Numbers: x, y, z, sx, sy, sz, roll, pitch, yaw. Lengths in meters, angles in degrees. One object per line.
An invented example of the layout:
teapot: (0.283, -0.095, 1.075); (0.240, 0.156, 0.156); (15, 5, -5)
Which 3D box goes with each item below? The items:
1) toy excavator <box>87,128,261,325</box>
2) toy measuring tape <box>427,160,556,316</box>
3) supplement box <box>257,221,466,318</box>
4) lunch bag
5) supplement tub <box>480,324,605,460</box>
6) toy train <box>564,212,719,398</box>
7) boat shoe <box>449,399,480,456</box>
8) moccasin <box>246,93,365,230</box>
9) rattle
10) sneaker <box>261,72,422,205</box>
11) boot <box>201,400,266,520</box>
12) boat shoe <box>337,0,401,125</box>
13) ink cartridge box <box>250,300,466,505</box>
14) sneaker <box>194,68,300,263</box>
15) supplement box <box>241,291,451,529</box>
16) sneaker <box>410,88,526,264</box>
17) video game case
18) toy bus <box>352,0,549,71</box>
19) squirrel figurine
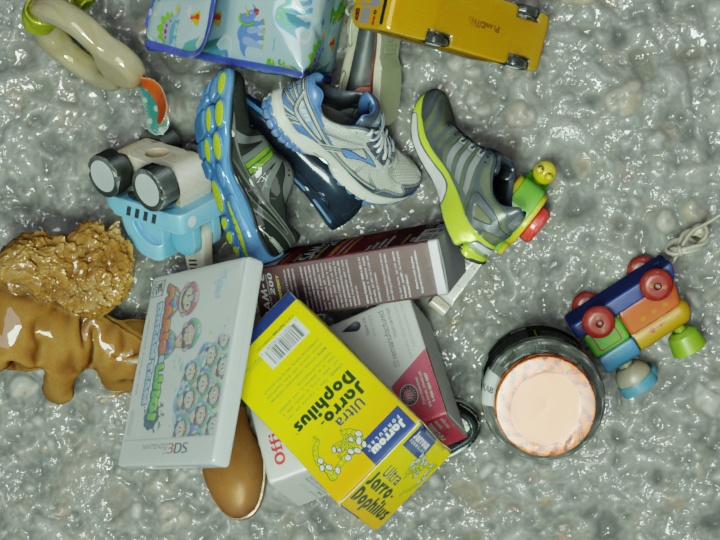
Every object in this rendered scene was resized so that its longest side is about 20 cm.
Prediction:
toy excavator: (-0.180, -0.033, 1.574); (0.194, 0.100, 0.201); (18, 126, 34)
toy measuring tape: (0.139, -0.034, 1.569); (0.074, 0.074, 0.200); (39, 95, 1)
supplement box: (0.000, 0.000, 1.542); (0.199, 0.109, 0.061); (-10, 100, 16)
lunch bag: (-0.120, -0.295, 1.552); (0.199, 0.127, 0.171); (14, 97, 15)
supplement tub: (0.182, 0.123, 1.510); (0.122, 0.200, 0.123); (0, 93, 5)
toy train: (0.325, 0.039, 1.558); (0.200, 0.085, 0.116); (-33, 101, 5)
boat shoe: (0.029, 0.182, 1.594); (0.199, 0.060, 0.076); (-20, 92, 5)
moccasin: (-0.085, -0.119, 1.577); (0.200, 0.080, 0.068); (39, 100, 2)
rattle: (-0.244, -0.249, 1.571); (0.200, 0.130, 0.143); (28, 54, 19)
sneaker: (-0.002, -0.135, 1.526); (0.200, 0.077, 0.085); (28, 133, -34)
boot: (-0.152, 0.177, 1.560); (0.073, 0.155, 0.201); (-10, 93, 5)
boat shoe: (0.011, -0.252, 1.568); (0.062, 0.071, 0.201); (9, 98, 29)
ink cartridge box: (-0.010, 0.135, 1.548); (0.200, 0.084, 0.145); (-23, 60, 10)
sneaker: (-0.112, -0.108, 1.521); (0.083, 0.071, 0.200); (-20, 100, -30)
supplement box: (-0.027, 0.135, 1.442); (0.110, 0.109, 0.200); (-46, 60, -2)
sneaker: (0.115, -0.107, 1.535); (0.081, 0.074, 0.200); (-32, 64, 24)
video game case: (-0.168, 0.094, 1.458); (0.024, 0.182, 0.201); (19, 72, -34)
toy bus: (0.096, -0.255, 1.527); (0.200, 0.078, 0.065); (9, 95, -35)
squirrel figurine: (-0.294, 0.049, 1.561); (0.186, 0.142, 0.201); (13, 115, -4)
